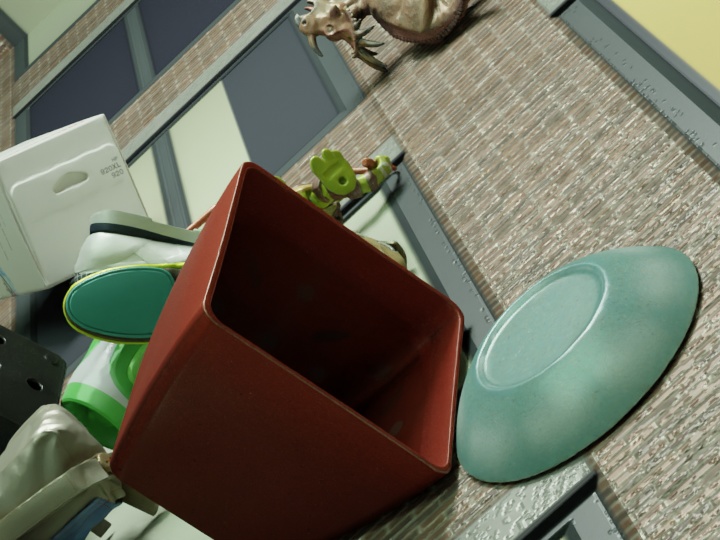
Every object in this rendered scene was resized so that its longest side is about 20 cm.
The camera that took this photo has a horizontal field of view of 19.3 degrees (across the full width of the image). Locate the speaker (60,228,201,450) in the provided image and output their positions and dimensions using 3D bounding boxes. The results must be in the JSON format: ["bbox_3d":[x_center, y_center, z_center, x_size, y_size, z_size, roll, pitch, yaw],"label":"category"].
[{"bbox_3d":[-0.179,0.060,1.860,0.088,0.088,0.200,-13,38,55],"label":"speaker"}]

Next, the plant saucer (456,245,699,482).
[{"bbox_3d":[0.127,0.048,1.368,0.201,0.039,0.201,-38,22,19],"label":"plant saucer"}]

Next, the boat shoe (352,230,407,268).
[{"bbox_3d":[0.000,0.000,1.681,0.076,0.072,0.200,-11,10,-7],"label":"boat shoe"}]

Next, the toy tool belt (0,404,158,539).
[{"bbox_3d":[-0.261,0.213,1.702,0.200,0.123,0.125,-48,13,15],"label":"toy tool belt"}]

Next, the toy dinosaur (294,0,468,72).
[{"bbox_3d":[0.045,-0.249,2.033,0.200,0.086,0.136,13,70,47],"label":"toy dinosaur"}]

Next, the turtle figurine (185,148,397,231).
[{"bbox_3d":[-0.056,-0.053,1.796,0.200,0.065,0.161,-15,-4,-5],"label":"turtle figurine"}]

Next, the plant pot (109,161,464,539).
[{"bbox_3d":[-0.064,0.083,1.470,0.176,0.200,0.200,-47,18,28],"label":"plant pot"}]

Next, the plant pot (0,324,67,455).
[{"bbox_3d":[-0.358,0.143,1.826,0.178,0.199,0.200,-55,16,22],"label":"plant pot"}]

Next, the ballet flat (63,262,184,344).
[{"bbox_3d":[-0.142,0.024,1.740,0.200,0.067,0.067,-10,-9,-1],"label":"ballet flat"}]

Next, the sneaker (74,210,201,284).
[{"bbox_3d":[-0.144,0.010,1.805,0.076,0.200,0.081,77,-155,-69],"label":"sneaker"}]

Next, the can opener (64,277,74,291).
[{"bbox_3d":[-0.241,0.015,2.123,0.200,0.079,0.064,-25,67,49],"label":"can opener"}]

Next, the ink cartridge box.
[{"bbox_3d":[-0.347,-0.062,2.270,0.147,0.145,0.200,-29,10,-32],"label":"ink cartridge box"}]
